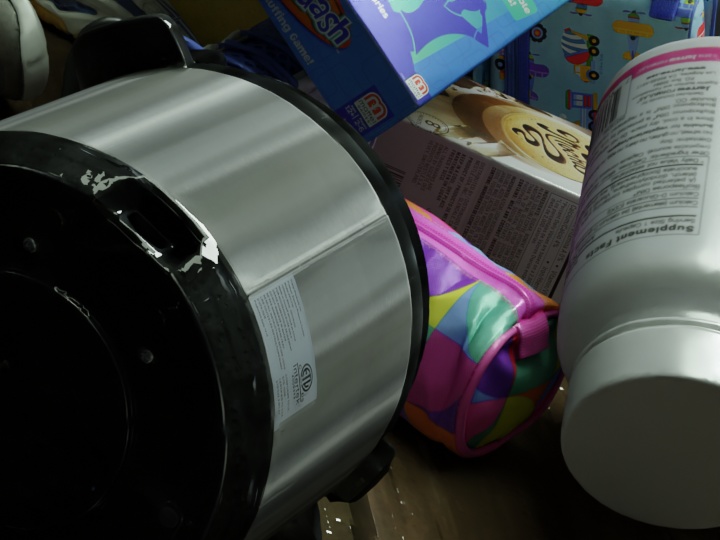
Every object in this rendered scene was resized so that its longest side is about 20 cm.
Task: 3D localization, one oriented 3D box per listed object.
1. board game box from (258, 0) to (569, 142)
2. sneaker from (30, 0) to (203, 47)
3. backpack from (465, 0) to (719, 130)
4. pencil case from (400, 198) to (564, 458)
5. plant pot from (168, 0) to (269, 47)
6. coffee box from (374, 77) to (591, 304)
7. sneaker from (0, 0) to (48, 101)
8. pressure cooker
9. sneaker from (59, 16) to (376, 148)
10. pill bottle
[{"bbox_3d":[0.022,-0.161,1.150,0.152,0.045,0.200,56,42,-4],"label":"board game box"},{"bbox_3d":[-0.080,-0.144,1.412,0.200,0.088,0.075,23,20,-4],"label":"sneaker"},{"bbox_3d":[0.106,-0.133,1.463,0.200,0.183,0.135,15,36,15],"label":"backpack"},{"bbox_3d":[0.000,0.000,1.165,0.200,0.088,0.088,36,25,26],"label":"pencil case"},{"bbox_3d":[-0.013,-0.190,1.312,0.194,0.200,0.196,-41,96,-32],"label":"plant pot"},{"bbox_3d":[0.089,-0.026,1.318,0.200,0.080,0.113,23,21,-1],"label":"coffee box"},{"bbox_3d":[-0.237,-0.131,1.277,0.200,0.077,0.082,34,51,26],"label":"sneaker"},{"bbox_3d":[-0.071,0.020,0.923,0.179,0.176,0.200,33,27,13],"label":"pressure cooker"},{"bbox_3d":[-0.063,-0.064,1.093,0.081,0.115,0.199,31,55,24],"label":"sneaker"},{"bbox_3d":[0.145,0.004,1.118,0.113,0.113,0.200,21,47,-7],"label":"pill bottle"}]
